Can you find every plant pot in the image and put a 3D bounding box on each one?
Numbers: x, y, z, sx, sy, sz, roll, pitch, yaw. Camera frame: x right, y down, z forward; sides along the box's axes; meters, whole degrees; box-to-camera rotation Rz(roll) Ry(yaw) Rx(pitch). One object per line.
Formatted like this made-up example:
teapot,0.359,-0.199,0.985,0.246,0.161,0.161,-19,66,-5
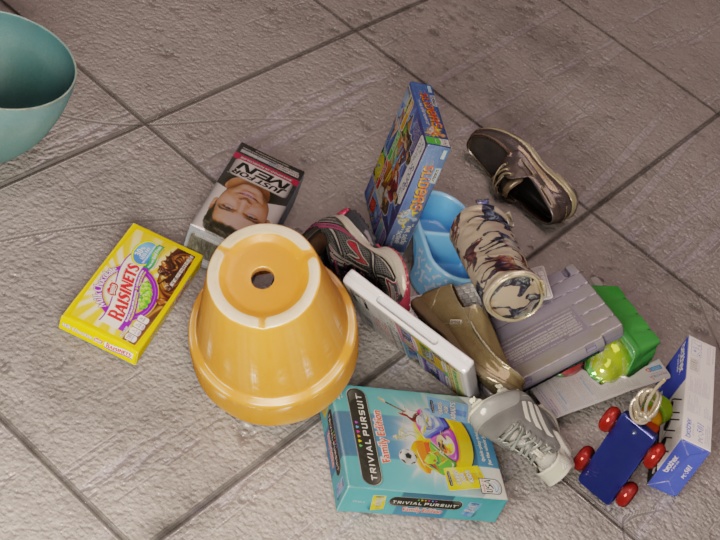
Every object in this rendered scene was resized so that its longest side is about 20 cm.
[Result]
plant pot,-0.467,-0.214,1.725,0.197,0.136,0.202,14,40,-12
plant pot,-0.101,0.046,1.533,0.197,0.184,0.203,0,62,0

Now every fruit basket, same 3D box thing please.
fruit basket,0.284,0.103,1.815,0.198,0.094,0.186,-20,54,-21

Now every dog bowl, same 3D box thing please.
dog bowl,0.116,-0.033,1.889,0.110,0.050,0.202,6,44,-22

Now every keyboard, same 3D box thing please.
keyboard,0.149,0.038,1.786,0.197,0.011,0.057,-14,42,3

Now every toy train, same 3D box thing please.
toy train,0.345,0.182,1.655,0.084,0.202,0.115,38,37,17

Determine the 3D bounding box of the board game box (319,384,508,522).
board game box,0.060,0.211,1.595,0.197,0.047,0.152,8,42,-20

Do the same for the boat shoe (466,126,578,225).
boat shoe,0.235,-0.142,2.051,0.199,0.075,0.073,38,41,17

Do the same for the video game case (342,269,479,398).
video game case,0.065,0.083,1.648,0.181,0.200,0.022,37,81,15

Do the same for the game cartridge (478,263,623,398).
game cartridge,0.223,0.082,1.760,0.198,0.039,0.130,-26,54,-10

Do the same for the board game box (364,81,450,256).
board game box,0.060,-0.132,1.851,0.034,0.201,0.137,7,42,-19

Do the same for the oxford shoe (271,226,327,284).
oxford shoe,-0.074,0.029,1.714,0.083,0.073,0.202,25,52,-3

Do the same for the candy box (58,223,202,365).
candy box,-0.273,0.024,1.648,0.101,0.027,0.201,23,39,3

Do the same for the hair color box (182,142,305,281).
hair color box,-0.151,-0.075,1.791,0.098,0.061,0.201,24,40,-1

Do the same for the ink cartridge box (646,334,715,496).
ink cartridge box,0.414,0.185,1.767,0.044,0.095,0.201,24,39,-2

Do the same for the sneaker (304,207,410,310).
sneaker,0.000,0.000,1.775,0.074,0.082,0.200,-19,42,-26

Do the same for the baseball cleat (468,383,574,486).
baseball cleat,0.201,0.197,1.616,0.199,0.070,0.107,18,35,-55

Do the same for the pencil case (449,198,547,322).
pencil case,0.177,-0.013,1.761,0.089,0.078,0.201,-29,33,6

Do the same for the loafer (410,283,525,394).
loafer,0.140,0.082,1.699,0.067,0.076,0.200,-44,57,-2
